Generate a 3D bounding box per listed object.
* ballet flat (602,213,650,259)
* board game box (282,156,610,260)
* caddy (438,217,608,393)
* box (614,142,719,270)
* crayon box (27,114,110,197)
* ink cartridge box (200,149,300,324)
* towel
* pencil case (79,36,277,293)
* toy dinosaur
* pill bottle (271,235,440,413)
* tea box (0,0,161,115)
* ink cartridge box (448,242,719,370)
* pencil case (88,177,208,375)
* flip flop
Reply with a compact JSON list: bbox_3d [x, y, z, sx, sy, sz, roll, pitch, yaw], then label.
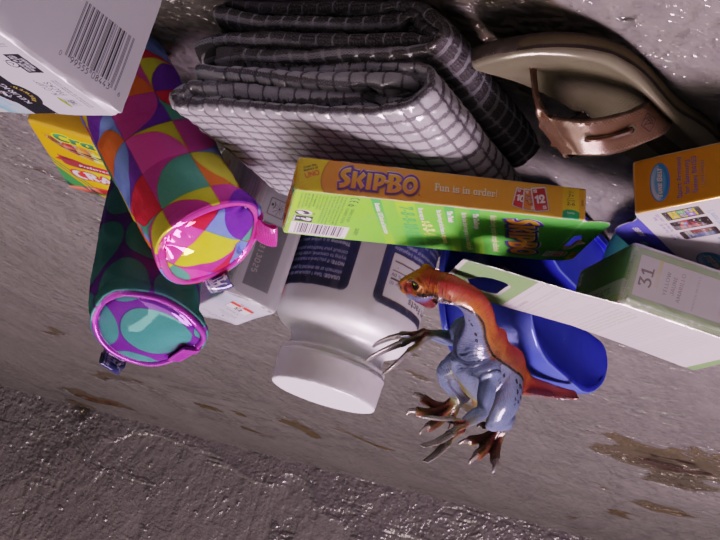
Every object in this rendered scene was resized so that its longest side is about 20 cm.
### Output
[{"bbox_3d":[0.223,-0.016,1.008,0.072,0.074,0.200,15,158,6],"label":"ballet flat"},{"bbox_3d":[0.053,-0.036,0.880,0.197,0.030,0.096,8,165,-6],"label":"board game box"},{"bbox_3d":[0.128,0.021,1.101,0.104,0.143,0.200,3,159,33],"label":"caddy"},{"bbox_3d":[0.258,-0.043,0.836,0.198,0.042,0.119,-9,155,32],"label":"box"},{"bbox_3d":[-0.205,-0.109,1.180,0.125,0.051,0.200,16,164,6],"label":"crayon box"},{"bbox_3d":[-0.092,-0.035,1.098,0.050,0.164,0.200,22,164,-15],"label":"ink cartridge box"},{"bbox_3d":[0.000,-0.107,0.907,0.198,0.087,0.165,6,163,30],"label":"towel"},{"bbox_3d":[-0.136,-0.079,0.964,0.201,0.088,0.088,57,-171,33],"label":"pencil case"},{"bbox_3d":[0.076,0.053,0.964,0.105,0.199,0.183,39,142,26],"label":"toy dinosaur"},{"bbox_3d":[0.000,0.000,1.048,0.110,0.202,0.111,16,165,4],"label":"pill bottle"},{"bbox_3d":[-0.244,-0.191,0.773,0.195,0.135,0.200,7,162,35],"label":"tea box"},{"bbox_3d":[0.158,0.013,0.913,0.198,0.049,0.146,19,172,-1],"label":"ink cartridge box"},{"bbox_3d":[-0.150,-0.020,1.030,0.084,0.201,0.093,-24,130,21],"label":"pencil case"},{"bbox_3d":[0.150,-0.089,0.845,0.199,0.058,0.081,28,161,-35],"label":"flip flop"}]
